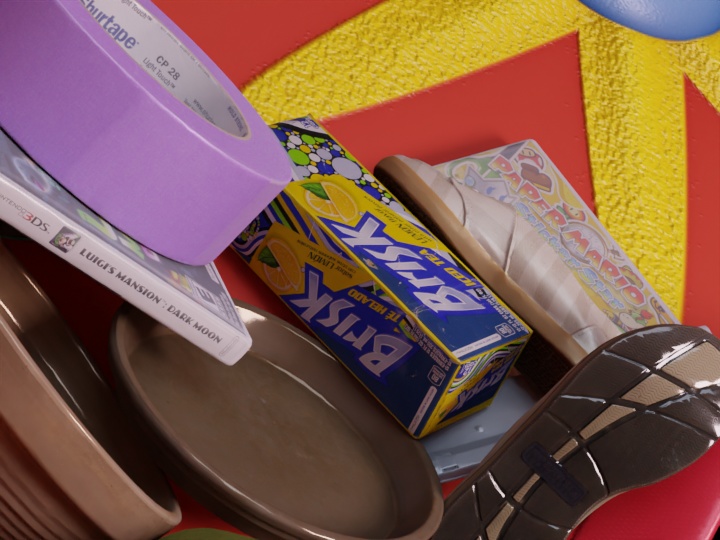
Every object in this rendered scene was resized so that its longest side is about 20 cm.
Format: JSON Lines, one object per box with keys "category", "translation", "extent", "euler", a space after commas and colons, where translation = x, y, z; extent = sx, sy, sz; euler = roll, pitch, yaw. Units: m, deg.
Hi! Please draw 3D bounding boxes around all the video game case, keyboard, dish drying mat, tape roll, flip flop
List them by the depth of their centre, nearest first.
{"category": "video game case", "translation": [-0.149, -0.053, 0.969], "extent": [0.182, 0.023, 0.200], "euler": [36, 15, -38]}
{"category": "tape roll", "translation": [-0.129, -0.095, 0.974], "extent": [0.200, 0.066, 0.200], "euler": [43, 10, -10]}
{"category": "flip flop", "translation": [0.116, 0.100, 0.999], "extent": [0.081, 0.200, 0.058], "euler": [48, 4, -5]}
{"category": "dish drying mat", "translation": [0.157, 0.130, 1.007], "extent": [0.077, 0.018, 0.200], "euler": [20, 63, 34]}
{"category": "keyboard", "translation": [0.121, 0.077, 1.067], "extent": [0.200, 0.011, 0.056], "euler": [-14, 47, -12]}
{"category": "video game case", "translation": [0.102, 0.012, 1.158], "extent": [0.182, 0.023, 0.200], "euler": [-18, 63, -40]}

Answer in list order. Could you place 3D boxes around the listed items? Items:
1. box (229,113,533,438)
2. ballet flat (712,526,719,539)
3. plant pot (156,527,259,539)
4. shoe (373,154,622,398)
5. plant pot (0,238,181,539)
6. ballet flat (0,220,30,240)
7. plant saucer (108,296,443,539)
{"category": "box", "translation": [0.000, 0.000, 1.058], "extent": [0.070, 0.064, 0.200], "euler": [-19, 55, -44]}
{"category": "ballet flat", "translation": [0.191, 0.156, 1.041], "extent": [0.073, 0.073, 0.200], "euler": [12, 42, -21]}
{"category": "plant pot", "translation": [-0.032, 0.200, 0.798], "extent": [0.187, 0.187, 0.200], "euler": [-5, 25, -34]}
{"category": "shoe", "translation": [0.083, 0.003, 1.077], "extent": [0.053, 0.070, 0.200], "euler": [-32, 68, -25]}
{"category": "plant pot", "translation": [-0.178, 0.062, 0.867], "extent": [0.093, 0.201, 0.201], "euler": [-35, 69, -2]}
{"category": "ballet flat", "translation": [-0.244, -0.077, 1.000], "extent": [0.200, 0.073, 0.073], "euler": [23, 44, -11]}
{"category": "plant saucer", "translation": [-0.046, 0.082, 0.961], "extent": [0.200, 0.029, 0.200], "euler": [29, 22, -13]}
